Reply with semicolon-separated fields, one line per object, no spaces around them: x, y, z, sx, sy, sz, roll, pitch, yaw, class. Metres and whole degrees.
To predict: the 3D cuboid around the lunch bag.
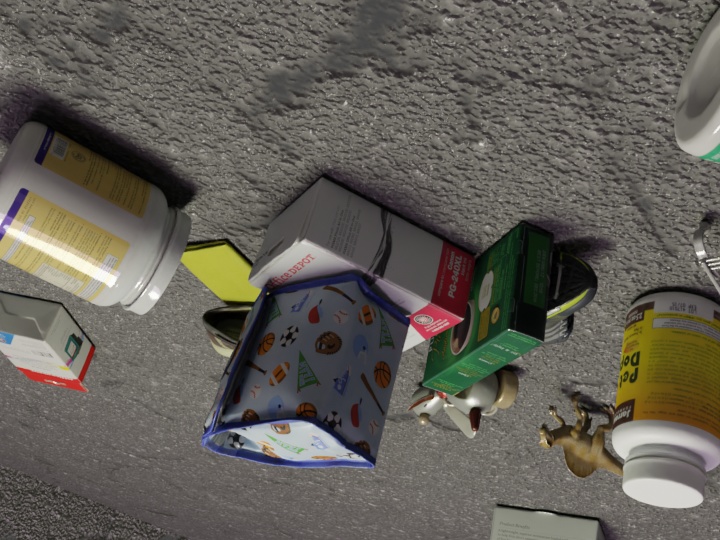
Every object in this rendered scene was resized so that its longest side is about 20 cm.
-0.070;0.107;0.974;0.198;0.172;0.124;-10;140;41;lunch bag

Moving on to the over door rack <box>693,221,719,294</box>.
0.405;0.025;0.853;0.147;0.067;0.201;-11;121;41;over door rack

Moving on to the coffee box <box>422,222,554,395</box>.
0.132;0.046;0.997;0.044;0.124;0.200;19;151;-14;coffee box

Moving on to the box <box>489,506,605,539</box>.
0.355;0.546;1.777;0.196;0.132;0.200;2;150;24;box

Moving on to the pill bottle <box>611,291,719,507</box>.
0.317;0.132;0.967;0.108;0.202;0.110;12;152;6;pill bottle

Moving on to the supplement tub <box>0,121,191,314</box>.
-0.297;-0.051;1.014;0.199;0.147;0.145;30;149;-24;supplement tub

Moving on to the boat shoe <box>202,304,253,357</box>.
-0.114;0.079;1.206;0.198;0.073;0.066;2;153;25;boat shoe

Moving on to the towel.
-0.147;0.023;1.212;0.085;0.018;0.200;-8;143;29;towel

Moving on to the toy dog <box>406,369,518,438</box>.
0.130;0.183;1.270;0.130;0.097;0.201;15;152;1;toy dog

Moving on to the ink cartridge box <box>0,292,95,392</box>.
-0.505;0.119;1.514;0.115;0.068;0.201;11;152;11;ink cartridge box

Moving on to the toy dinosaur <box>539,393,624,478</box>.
0.305;0.230;1.259;0.198;0.102;0.058;27;150;-20;toy dinosaur

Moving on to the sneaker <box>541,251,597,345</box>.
0.201;0.037;1.009;0.080;0.075;0.200;15;161;-14;sneaker

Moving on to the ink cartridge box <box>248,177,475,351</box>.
0.000;0.000;1.017;0.198;0.084;0.145;27;151;-19;ink cartridge box

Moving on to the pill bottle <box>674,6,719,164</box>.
0.323;-0.104;0.628;0.198;0.114;0.113;17;152;-2;pill bottle
